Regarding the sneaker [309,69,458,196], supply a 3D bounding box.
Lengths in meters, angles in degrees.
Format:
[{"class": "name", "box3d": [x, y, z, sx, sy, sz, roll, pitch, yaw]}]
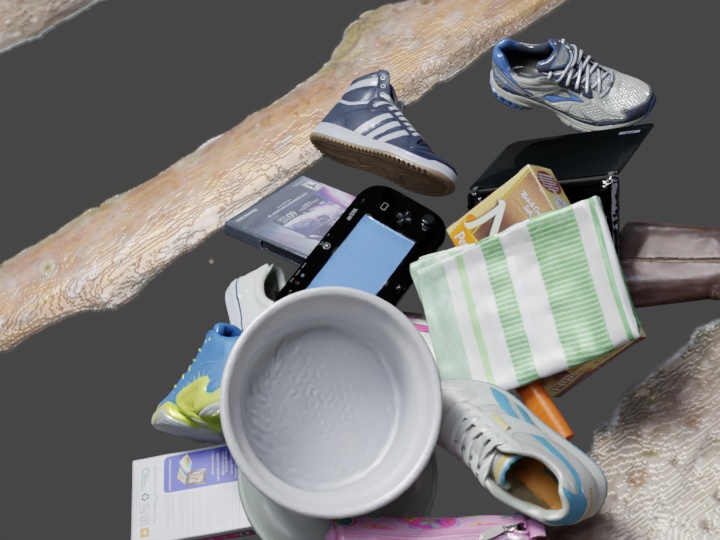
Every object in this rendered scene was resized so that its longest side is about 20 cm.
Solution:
[{"class": "sneaker", "box3d": [0.045, -0.162, 1.425, 0.199, 0.070, 0.109, 23, 70, 31]}]

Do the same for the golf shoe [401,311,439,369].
[{"class": "golf shoe", "box3d": [0.016, 0.074, 1.270, 0.199, 0.073, 0.092, 30, 39, 35]}]

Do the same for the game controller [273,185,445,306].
[{"class": "game controller", "box3d": [0.000, 0.000, 1.247, 0.104, 0.042, 0.200, 34, 62, 8]}]

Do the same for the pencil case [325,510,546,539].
[{"class": "pencil case", "box3d": [0.067, 0.259, 1.124, 0.197, 0.088, 0.088, -2, 57, 1]}]

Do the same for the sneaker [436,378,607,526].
[{"class": "sneaker", "box3d": [0.126, 0.160, 1.126, 0.199, 0.080, 0.077, 29, 105, 29]}]

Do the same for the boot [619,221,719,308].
[{"class": "boot", "box3d": [0.336, 0.034, 1.221, 0.198, 0.064, 0.188, 0, 60, 21]}]

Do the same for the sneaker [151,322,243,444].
[{"class": "sneaker", "box3d": [-0.146, 0.115, 1.261, 0.199, 0.075, 0.106, -18, 54, 54]}]

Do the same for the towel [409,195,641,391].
[{"class": "towel", "box3d": [0.154, 0.029, 1.180, 0.198, 0.023, 0.154, -21, 73, 19]}]

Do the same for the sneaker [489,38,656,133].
[{"class": "sneaker", "box3d": [0.232, -0.213, 1.389, 0.198, 0.085, 0.078, 15, 64, 24]}]

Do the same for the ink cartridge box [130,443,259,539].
[{"class": "ink cartridge box", "box3d": [-0.137, 0.225, 1.260, 0.198, 0.037, 0.096, -13, 57, 11]}]

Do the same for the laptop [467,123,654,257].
[{"class": "laptop", "box3d": [0.212, -0.057, 1.314, 0.176, 0.103, 0.203, -4, 81, 36]}]

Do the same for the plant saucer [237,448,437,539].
[{"class": "plant saucer", "box3d": [-0.021, 0.190, 1.202, 0.198, 0.050, 0.202, 1, 66, -3]}]

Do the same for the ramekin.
[{"class": "ramekin", "box3d": [-0.032, 0.121, 1.127, 0.198, 0.098, 0.203, 2, 81, -10]}]

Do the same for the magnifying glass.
[{"class": "magnifying glass", "box3d": [0.145, 0.084, 1.209, 0.080, 0.022, 0.201, -47, 60, 31]}]

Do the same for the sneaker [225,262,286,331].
[{"class": "sneaker", "box3d": [-0.092, 0.073, 1.309, 0.071, 0.073, 0.201, -40, 51, 23]}]

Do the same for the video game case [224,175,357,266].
[{"class": "video game case", "box3d": [-0.029, -0.042, 1.364, 0.199, 0.019, 0.143, 22, 37, 28]}]

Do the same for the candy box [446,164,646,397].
[{"class": "candy box", "box3d": [0.181, 0.011, 1.228, 0.115, 0.055, 0.201, -38, 66, 28]}]
